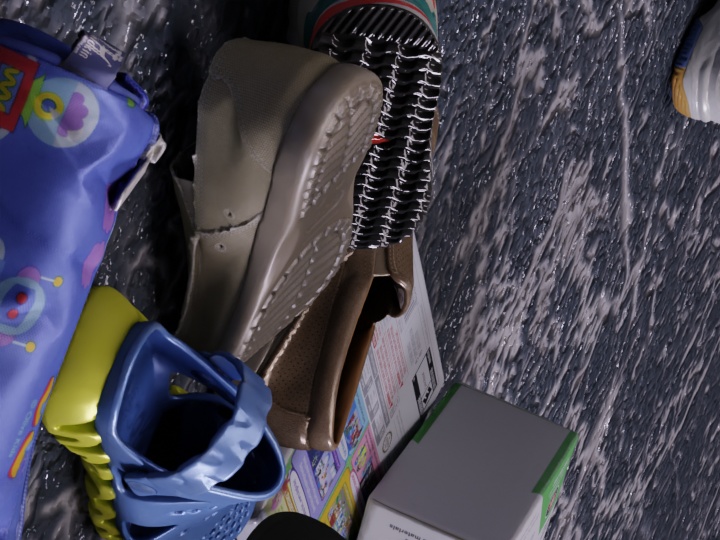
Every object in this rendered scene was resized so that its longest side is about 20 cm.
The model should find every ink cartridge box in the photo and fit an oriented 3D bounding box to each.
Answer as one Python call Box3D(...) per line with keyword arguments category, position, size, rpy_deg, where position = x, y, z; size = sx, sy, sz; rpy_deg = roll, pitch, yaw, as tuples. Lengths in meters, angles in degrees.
Box3D(category="ink cartridge box", position=(0.043, 0.189, 1.469), size=(0.146, 0.084, 0.200), rpy_deg=(-50, 159, -56))

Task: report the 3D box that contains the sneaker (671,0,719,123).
Box3D(category="sneaker", position=(0.295, -0.188, 1.832), size=(0.200, 0.088, 0.075), rpy_deg=(-67, 159, -14))

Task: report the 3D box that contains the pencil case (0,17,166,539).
Box3D(category="pencil case", position=(-0.129, 0.013, 0.850), size=(0.078, 0.087, 0.200), rpy_deg=(-114, -136, -85))

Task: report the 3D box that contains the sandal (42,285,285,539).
Box3D(category="sandal", position=(-0.071, 0.079, 1.081), size=(0.200, 0.087, 0.080), rpy_deg=(65, 46, -67))

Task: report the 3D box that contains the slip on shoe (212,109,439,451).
Box3D(category="slip on shoe", position=(0.000, 0.000, 1.234), size=(0.200, 0.061, 0.076), rpy_deg=(-59, 158, -30))

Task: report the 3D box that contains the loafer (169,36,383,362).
Box3D(category="loafer", position=(-0.044, -0.030, 1.077), size=(0.076, 0.068, 0.200), rpy_deg=(-41, 164, -37))

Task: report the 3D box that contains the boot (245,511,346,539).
Box3D(category="boot", position=(-0.075, 0.224, 1.212), size=(0.174, 0.069, 0.200), rpy_deg=(-53, -170, 38))

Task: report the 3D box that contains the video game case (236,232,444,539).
Box3D(category="video game case", position=(-0.010, 0.088, 1.353), size=(0.182, 0.022, 0.200), rpy_deg=(-63, 162, -22))

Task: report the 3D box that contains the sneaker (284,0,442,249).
Box3D(category="sneaker", position=(0.000, -0.087, 1.132), size=(0.200, 0.070, 0.093), rpy_deg=(101, -9, -59))

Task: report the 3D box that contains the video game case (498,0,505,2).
Box3D(category="video game case", position=(0.122, -0.240, 1.403), size=(0.200, 0.019, 0.143), rpy_deg=(-38, 144, -56))
